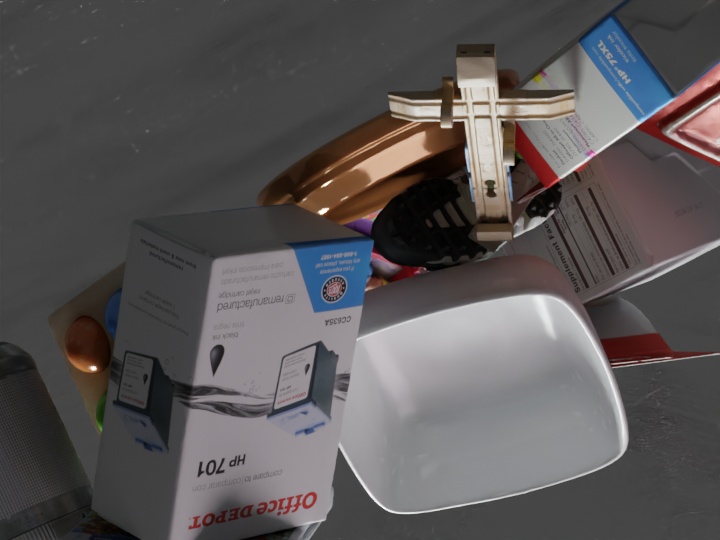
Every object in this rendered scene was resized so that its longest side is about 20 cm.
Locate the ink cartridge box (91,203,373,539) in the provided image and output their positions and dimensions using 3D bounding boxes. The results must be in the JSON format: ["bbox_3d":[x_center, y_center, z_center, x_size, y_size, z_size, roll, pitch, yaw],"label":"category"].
[{"bbox_3d":[-0.082,0.067,1.495,0.086,0.201,0.146,22,-159,41],"label":"ink cartridge box"}]

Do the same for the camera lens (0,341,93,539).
[{"bbox_3d":[-0.266,0.160,1.596,0.160,0.201,0.160,-25,175,-3],"label":"camera lens"}]

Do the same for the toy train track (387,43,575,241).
[{"bbox_3d":[0.079,-0.069,1.465,0.114,0.033,0.200,0,148,8],"label":"toy train track"}]

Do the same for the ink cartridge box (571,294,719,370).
[{"bbox_3d":[0.160,0.045,1.793,0.162,0.050,0.200,-5,-178,-38],"label":"ink cartridge box"}]

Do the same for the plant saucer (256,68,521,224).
[{"bbox_3d":[0.025,-0.076,1.595,0.200,0.038,0.200,-26,174,-3],"label":"plant saucer"}]

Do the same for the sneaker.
[{"bbox_3d":[0.062,-0.026,1.659,0.090,0.067,0.200,-40,169,37],"label":"sneaker"}]

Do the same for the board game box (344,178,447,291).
[{"bbox_3d":[0.000,0.000,1.746,0.199,0.039,0.158,-13,149,-10],"label":"board game box"}]

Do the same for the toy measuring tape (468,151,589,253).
[{"bbox_3d":[0.122,-0.076,1.644,0.200,0.074,0.074,-56,-168,-32],"label":"toy measuring tape"}]

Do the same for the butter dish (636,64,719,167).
[{"bbox_3d":[0.311,-0.157,1.663,0.199,0.148,0.199,22,152,-19],"label":"butter dish"}]

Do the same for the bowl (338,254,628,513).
[{"bbox_3d":[0.076,0.070,1.629,0.199,0.075,0.200,-14,134,13],"label":"bowl"}]

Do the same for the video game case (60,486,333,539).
[{"bbox_3d":[-0.105,0.168,1.556,0.143,0.018,0.200,6,-170,9],"label":"video game case"}]

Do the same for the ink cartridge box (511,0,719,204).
[{"bbox_3d":[0.162,-0.126,1.488,0.116,0.067,0.200,-39,-178,-32],"label":"ink cartridge box"}]

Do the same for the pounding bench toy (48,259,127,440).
[{"bbox_3d":[-0.142,0.065,1.674,0.156,0.125,0.200,-21,172,-43],"label":"pounding bench toy"}]

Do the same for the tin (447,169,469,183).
[{"bbox_3d":[0.082,-0.060,1.984,0.200,0.042,0.112,-28,170,15],"label":"tin"}]

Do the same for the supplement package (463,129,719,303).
[{"bbox_3d":[0.192,-0.066,1.813,0.111,0.156,0.200,-29,174,33],"label":"supplement package"}]
